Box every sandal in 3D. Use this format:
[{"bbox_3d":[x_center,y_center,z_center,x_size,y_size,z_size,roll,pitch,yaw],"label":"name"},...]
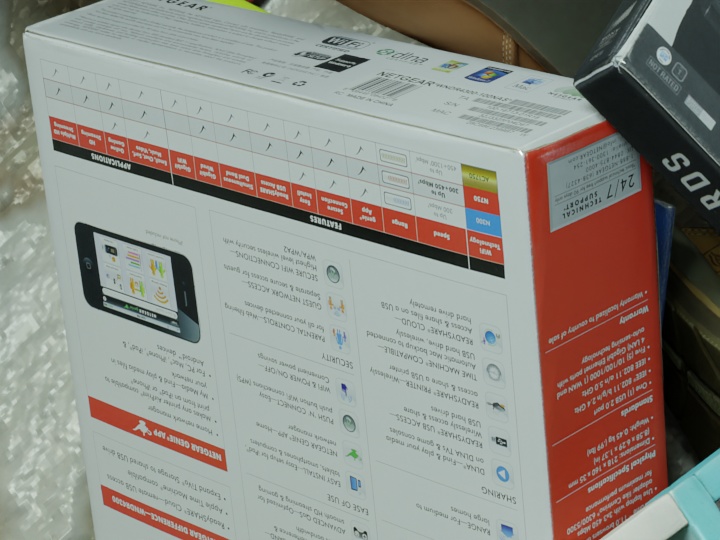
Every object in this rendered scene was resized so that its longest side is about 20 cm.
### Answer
[{"bbox_3d":[0.113,0.019,0.746,0.054,0.081,0.200,-30,51,-14],"label":"sandal"}]

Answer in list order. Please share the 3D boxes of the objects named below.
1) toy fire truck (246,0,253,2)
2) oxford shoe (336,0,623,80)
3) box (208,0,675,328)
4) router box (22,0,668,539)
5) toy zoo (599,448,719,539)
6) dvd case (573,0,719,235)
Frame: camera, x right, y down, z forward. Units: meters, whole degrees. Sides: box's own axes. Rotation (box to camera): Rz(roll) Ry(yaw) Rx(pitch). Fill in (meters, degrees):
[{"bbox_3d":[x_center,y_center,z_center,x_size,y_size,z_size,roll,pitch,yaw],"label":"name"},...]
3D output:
[{"bbox_3d":[-0.047,-0.163,0.856,0.200,0.141,0.049,-45,56,2],"label":"toy fire truck"},{"bbox_3d":[0.043,-0.083,0.689,0.199,0.071,0.072,27,75,-7],"label":"oxford shoe"},{"bbox_3d":[0.000,0.000,0.770,0.048,0.123,0.199,-25,40,-38],"label":"box"},{"bbox_3d":[-0.006,0.025,0.712,0.049,0.181,0.199,-25,30,-39],"label":"router box"},{"bbox_3d":[0.116,0.107,0.640,0.199,0.020,0.132,-33,86,-23],"label":"toy zoo"},{"bbox_3d":[0.154,-0.070,0.671,0.025,0.150,0.200,-24,27,55],"label":"dvd case"}]
